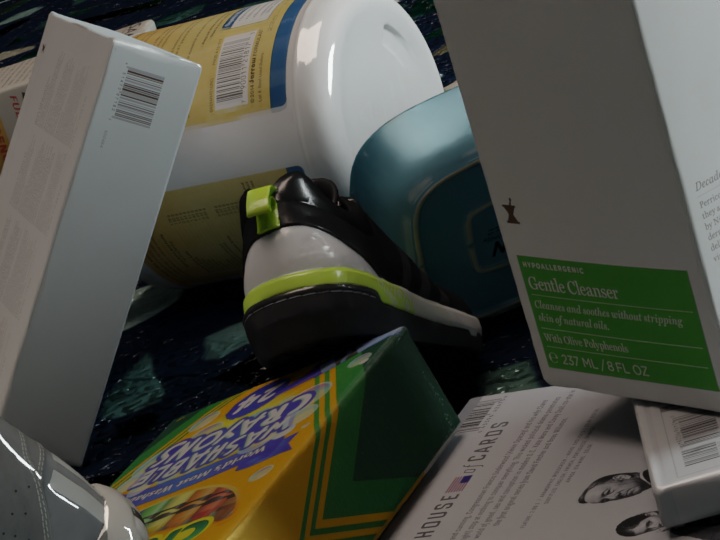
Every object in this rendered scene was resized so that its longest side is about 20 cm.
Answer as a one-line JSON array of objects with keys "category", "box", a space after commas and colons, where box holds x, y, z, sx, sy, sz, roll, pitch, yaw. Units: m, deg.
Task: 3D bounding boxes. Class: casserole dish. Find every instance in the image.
[{"category": "casserole dish", "box": [0.085, -0.039, 1.073, 0.199, 0.122, 0.039, -23, 40, -11]}]

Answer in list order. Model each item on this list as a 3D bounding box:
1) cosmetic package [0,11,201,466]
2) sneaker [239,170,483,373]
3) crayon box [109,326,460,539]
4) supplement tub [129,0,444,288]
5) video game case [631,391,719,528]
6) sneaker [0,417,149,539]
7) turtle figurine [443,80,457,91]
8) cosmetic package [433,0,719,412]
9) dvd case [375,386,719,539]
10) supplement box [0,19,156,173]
[{"category": "cosmetic package", "box": [-0.147, -0.020, 1.146, 0.051, 0.201, 0.151, 15, 6, -23]}, {"category": "sneaker", "box": [0.000, 0.000, 0.982, 0.071, 0.083, 0.200, -17, -13, 12]}, {"category": "crayon box", "box": [-0.057, 0.103, 0.856, 0.125, 0.052, 0.200, -23, 15, 32]}, {"category": "supplement tub", "box": [-0.066, -0.068, 1.261, 0.199, 0.145, 0.145, -9, 20, 29]}, {"category": "video game case", "box": [0.195, 0.029, 0.820, 0.199, 0.018, 0.143, -17, 18, 7]}, {"category": "sneaker", "box": [-0.171, 0.125, 0.757, 0.200, 0.116, 0.075, -50, 31, -9]}, {"category": "turtle figurine", "box": [0.155, -0.131, 1.326, 0.194, 0.200, 0.144, -45, 46, -11]}, {"category": "cosmetic package", "box": [0.100, -0.061, 0.821, 0.085, 0.201, 0.107, -30, 20, -32]}, {"category": "dvd case", "box": [0.104, 0.077, 0.841, 0.199, 0.025, 0.150, -11, 20, 30]}, {"category": "supplement box", "box": [-0.201, -0.059, 1.414, 0.199, 0.127, 0.074, -17, 17, 12]}]
